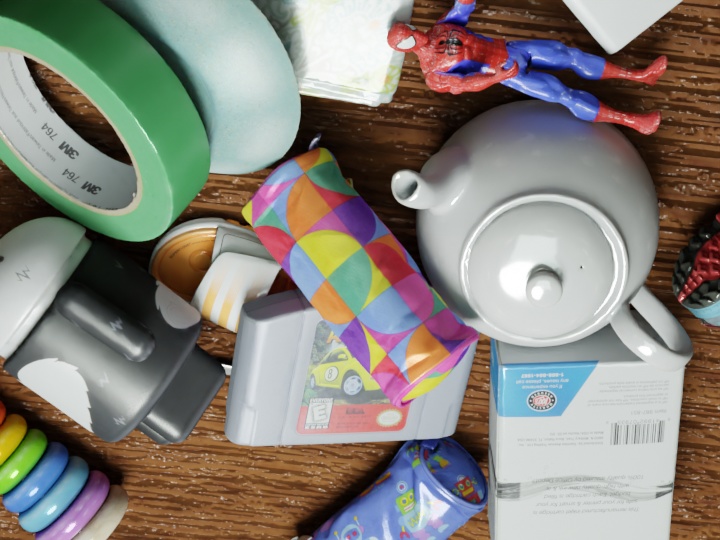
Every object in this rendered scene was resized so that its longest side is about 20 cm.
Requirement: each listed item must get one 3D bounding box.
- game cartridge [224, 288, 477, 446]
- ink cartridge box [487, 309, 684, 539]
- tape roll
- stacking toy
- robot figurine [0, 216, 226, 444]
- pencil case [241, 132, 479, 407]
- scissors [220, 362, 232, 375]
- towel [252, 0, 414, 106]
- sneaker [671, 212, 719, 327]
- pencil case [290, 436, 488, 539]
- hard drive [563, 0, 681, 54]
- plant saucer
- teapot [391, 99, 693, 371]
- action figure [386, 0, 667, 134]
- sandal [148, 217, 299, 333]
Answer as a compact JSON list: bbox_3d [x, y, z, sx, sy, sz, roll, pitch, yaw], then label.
[{"bbox_3d":[-0.003,0.073,1.106,0.197,0.041,0.135,0,116,-21],"label":"game cartridge"},{"bbox_3d":[0.177,0.140,1.139,0.143,0.084,0.202,-2,118,0],"label":"ink cartridge box"},{"bbox_3d":[-0.198,-0.110,0.981,0.199,0.048,0.201,27,148,18],"label":"tape roll"},{"bbox_3d":[-0.290,0.154,1.179,0.085,0.086,0.200,-38,105,20],"label":"stacking toy"},{"bbox_3d":[-0.202,0.050,1.063,0.199,0.125,0.150,38,122,-12],"label":"robot figurine"},{"bbox_3d":[0.000,0.000,1.023,0.088,0.088,0.201,-41,79,21],"label":"pencil case"},{"bbox_3d":[-0.172,0.068,1.157,0.197,0.014,0.074,-4,116,7],"label":"scissors"},{"bbox_3d":[-0.043,-0.218,0.982,0.169,0.048,0.202,8,119,-5],"label":"towel"},{"bbox_3d":[0.332,-0.029,1.064,0.199,0.080,0.095,-37,135,17],"label":"sneaker"},{"bbox_3d":[0.016,0.221,1.196,0.087,0.078,0.200,46,112,0],"label":"pencil case"},{"bbox_3d":[0.162,-0.257,0.945,0.131,0.026,0.200,-37,120,19],"label":"hard drive"},{"bbox_3d":[-0.137,-0.135,0.979,0.199,0.039,0.202,21,142,17],"label":"plant saucer"},{"bbox_3d":[0.134,-0.016,1.025,0.197,0.147,0.200,-8,118,6],"label":"teapot"},{"bbox_3d":[0.117,-0.149,0.959,0.197,0.099,0.066,10,75,-4],"label":"action figure"},{"bbox_3d":[-0.066,0.019,1.100,0.204,0.059,0.080,15,119,-5],"label":"sandal"}]
